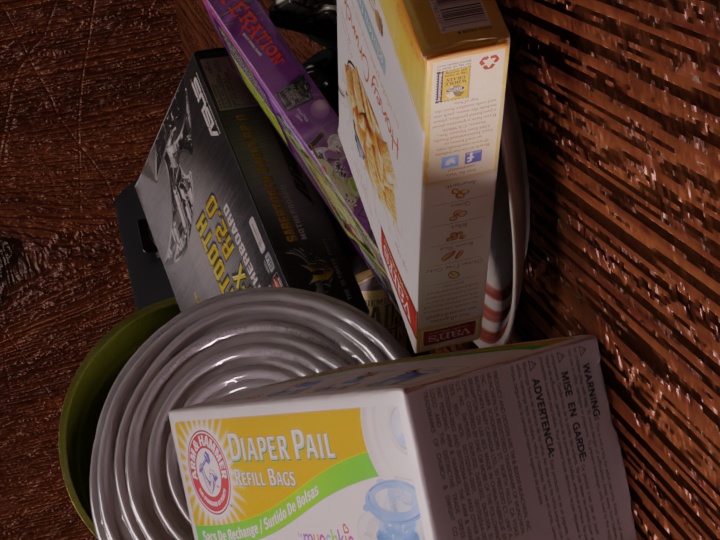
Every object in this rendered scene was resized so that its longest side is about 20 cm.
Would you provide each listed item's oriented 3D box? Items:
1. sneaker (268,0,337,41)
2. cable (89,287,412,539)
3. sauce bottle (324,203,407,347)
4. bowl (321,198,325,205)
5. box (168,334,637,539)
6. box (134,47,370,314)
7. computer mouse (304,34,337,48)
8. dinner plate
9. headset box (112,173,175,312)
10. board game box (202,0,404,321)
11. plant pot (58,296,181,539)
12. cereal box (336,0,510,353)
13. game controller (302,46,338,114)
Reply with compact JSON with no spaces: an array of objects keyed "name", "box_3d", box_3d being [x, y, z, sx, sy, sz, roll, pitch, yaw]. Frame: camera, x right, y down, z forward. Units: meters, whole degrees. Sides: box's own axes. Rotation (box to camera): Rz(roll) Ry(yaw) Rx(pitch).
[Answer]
[{"name":"sneaker","box_3d":[-0.005,-0.180,0.813,0.200,0.077,0.091,93,-169,-79]},{"name":"cable","box_3d":[-0.049,0.109,0.822,0.069,0.198,0.202,63,-132,-68]},{"name":"sauce bottle","box_3d":[0.000,0.000,0.968,0.066,0.065,0.202,-116,22,-58]},{"name":"bowl","box_3d":[-0.034,-0.007,1.118,0.201,0.089,0.204,169,90,-82]},{"name":"box","box_3d":[0.012,0.098,0.658,0.199,0.100,0.114,-13,89,56]},{"name":"box","box_3d":[-0.077,-0.018,0.985,0.159,0.048,0.202,-52,55,52]},{"name":"computer mouse","box_3d":[-0.045,-0.247,1.001,0.201,0.045,0.142,91,164,-57]},{"name":"dinner plate","box_3d":[0.048,-0.062,0.714,0.200,0.024,0.203,168,90,-83]},{"name":"headset box","box_3d":[-0.103,0.009,1.258,0.199,0.093,0.175,35,-155,-42]},{"name":"board game box","box_3d":[-0.021,-0.067,0.852,0.201,0.032,0.120,56,-179,19]},{"name":"plant pot","box_3d":[-0.108,0.146,1.106,0.193,0.198,0.202,98,159,-67]},{"name":"cereal box","box_3d":[0.022,-0.077,0.660,0.201,0.039,0.145,90,165,-54]},{"name":"game controller","box_3d":[-0.067,-0.080,1.074,0.199,0.042,0.106,-30,49,52]}]
